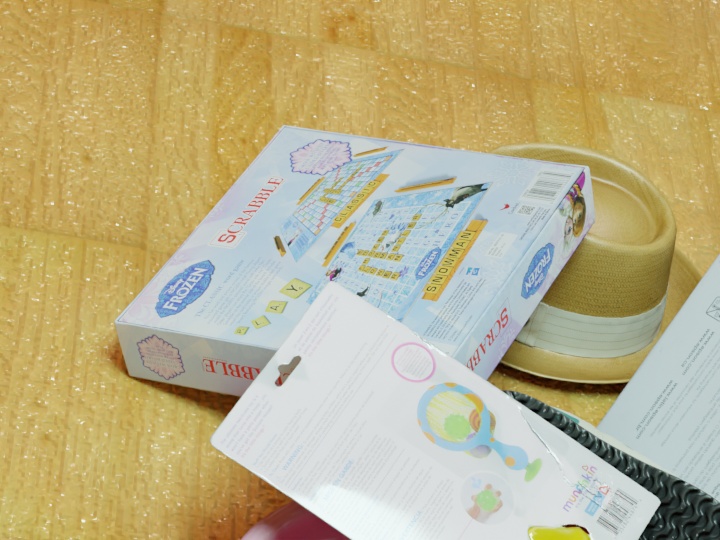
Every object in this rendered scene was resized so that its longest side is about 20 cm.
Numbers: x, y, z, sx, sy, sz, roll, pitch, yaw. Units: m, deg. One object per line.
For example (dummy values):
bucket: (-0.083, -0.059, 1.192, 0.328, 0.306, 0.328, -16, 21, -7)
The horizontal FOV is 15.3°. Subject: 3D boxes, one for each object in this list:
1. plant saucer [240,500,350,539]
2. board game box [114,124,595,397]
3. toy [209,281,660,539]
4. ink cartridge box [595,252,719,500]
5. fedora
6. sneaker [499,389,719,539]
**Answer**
plant saucer: (0.025, 0.189, 1.306, 0.199, 0.051, 0.201, 9, 37, -7)
board game box: (0.000, 0.000, 1.475, 0.198, 0.041, 0.200, 10, 40, 27)
toy: (0.035, 0.107, 1.326, 0.199, 0.047, 0.115, 32, 57, 9)
ink cartridge box: (0.242, 0.066, 1.411, 0.200, 0.197, 0.043, 33, -6, 44)
fedora: (0.120, -0.019, 1.579, 0.199, 0.082, 0.201, 10, 37, -7)
sneaker: (0.144, 0.128, 1.382, 0.199, 0.071, 0.093, 33, 6, 17)
